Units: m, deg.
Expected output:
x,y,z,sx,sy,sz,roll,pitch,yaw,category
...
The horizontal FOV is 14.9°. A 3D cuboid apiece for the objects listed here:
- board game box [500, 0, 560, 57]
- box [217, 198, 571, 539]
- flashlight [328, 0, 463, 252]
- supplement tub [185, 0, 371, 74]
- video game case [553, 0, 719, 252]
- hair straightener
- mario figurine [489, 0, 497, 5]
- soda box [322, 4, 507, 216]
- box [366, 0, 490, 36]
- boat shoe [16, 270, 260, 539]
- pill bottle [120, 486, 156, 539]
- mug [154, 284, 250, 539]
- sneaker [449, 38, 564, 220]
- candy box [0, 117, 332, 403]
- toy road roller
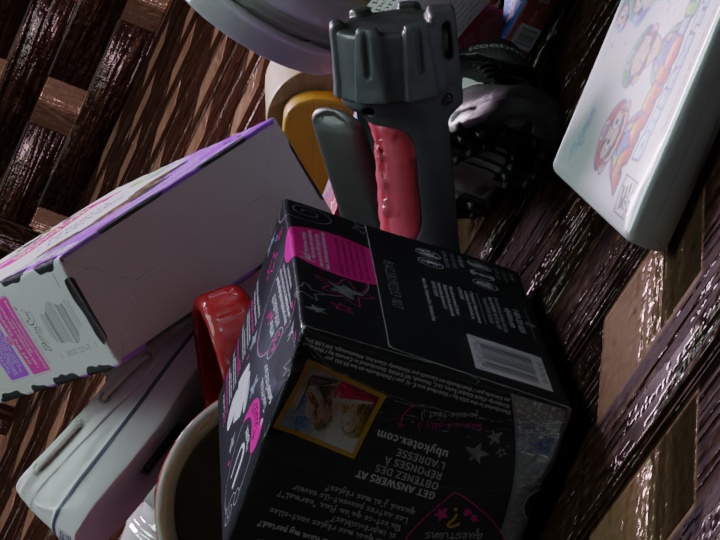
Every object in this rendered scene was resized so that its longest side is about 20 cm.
x,y,z,sx,sy,sz,roll,pitch,yaw,category
0.115,-0.221,1.602,0.200,0.019,0.103,-81,17,-48,board game box
0.011,0.063,1.281,0.200,0.132,0.115,-101,30,-71,box
0.017,-0.032,1.387,0.068,0.068,0.200,-30,-59,-44,flashlight
-0.011,-0.226,1.559,0.200,0.145,0.145,-55,15,22,supplement tub
0.147,-0.118,1.231,0.182,0.024,0.200,-118,49,-77,video game case
0.000,0.000,1.462,0.077,0.041,0.200,-36,-47,-38,hair straightener
0.068,-0.215,1.680,0.123,0.106,0.200,-22,-40,-46,mario figurine
0.026,-0.067,1.617,0.063,0.070,0.200,-147,78,-79,soda box
0.069,-0.182,1.499,0.200,0.041,0.039,-50,28,-9,box
-0.124,0.068,1.607,0.200,0.065,0.074,-49,-22,-10,boat shoe
-0.078,0.101,1.715,0.111,0.111,0.200,-112,44,-75,pill bottle
-0.047,0.108,1.507,0.200,0.133,0.178,154,129,-81,mug
0.066,-0.087,1.463,0.200,0.066,0.091,144,143,-75,sneaker
-0.140,-0.001,1.597,0.168,0.072,0.200,-35,9,-32,candy box
-0.070,-0.051,1.791,0.123,0.146,0.200,-97,12,-68,toy road roller
